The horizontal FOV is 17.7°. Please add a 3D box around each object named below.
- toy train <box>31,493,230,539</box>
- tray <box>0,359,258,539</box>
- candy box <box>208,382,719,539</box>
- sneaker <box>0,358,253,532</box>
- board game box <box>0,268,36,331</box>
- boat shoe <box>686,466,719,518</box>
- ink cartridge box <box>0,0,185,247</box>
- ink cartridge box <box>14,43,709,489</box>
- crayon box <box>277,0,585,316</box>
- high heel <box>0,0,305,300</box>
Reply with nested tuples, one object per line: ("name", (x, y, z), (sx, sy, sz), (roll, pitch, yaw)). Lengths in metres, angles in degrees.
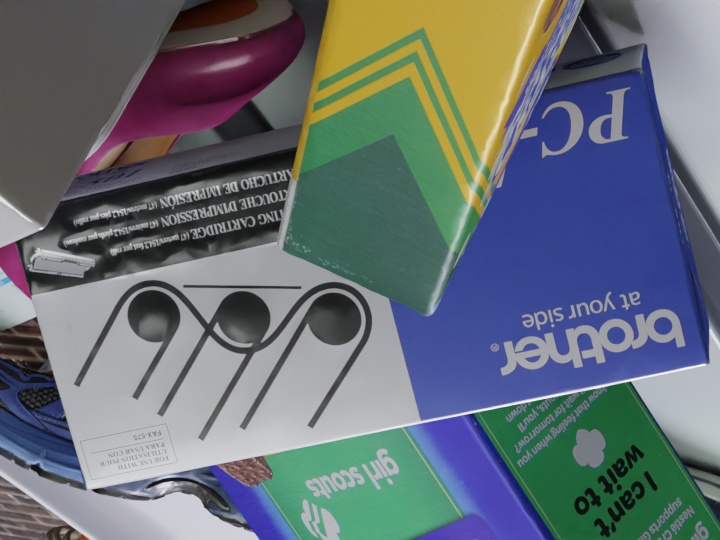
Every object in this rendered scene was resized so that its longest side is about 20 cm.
("toy train", (-0.124, 0.114, 1.134), (0.200, 0.085, 0.116), (4, 135, 38))
("tray", (-0.065, 0.094, 1.036), (0.200, 0.107, 0.022), (40, -176, -23))
("candy box", (0.019, 0.059, 0.832), (0.200, 0.077, 0.169), (55, 146, -7))
("sneaker", (-0.080, 0.058, 0.969), (0.200, 0.078, 0.075), (15, 177, -10))
("board game box", (-0.207, -0.055, 0.924), (0.200, 0.064, 0.148), (37, 151, -21))
("boat shoe", (0.097, 0.107, 0.935), (0.200, 0.062, 0.075), (20, 150, 12))
("ink cartridge box", (-0.171, -0.110, 0.703), (0.200, 0.145, 0.147), (41, 149, -24))
("ink cartridge box", (0.000, 0.000, 0.714), (0.200, 0.044, 0.094), (-12, 103, 11))
("crayon box", (0.035, -0.089, 0.575), (0.052, 0.126, 0.200), (24, 153, 5))
("high heel", (-0.068, -0.034, 0.796), (0.200, 0.067, 0.096), (-10, 105, 56))
